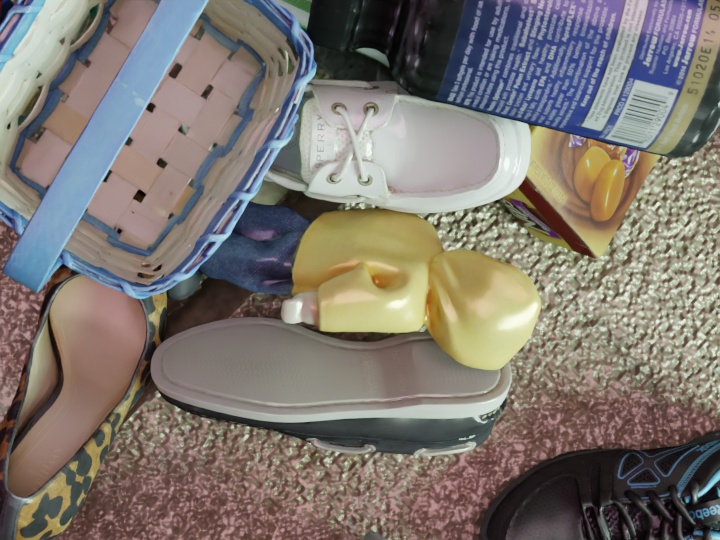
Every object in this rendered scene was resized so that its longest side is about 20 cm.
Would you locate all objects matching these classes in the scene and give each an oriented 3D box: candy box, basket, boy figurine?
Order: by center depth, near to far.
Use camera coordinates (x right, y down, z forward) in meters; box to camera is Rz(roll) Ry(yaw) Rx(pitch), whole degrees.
[{"bbox_3d":[-0.106,-0.073,0.633,0.139,0.200,0.177,33,85,-13],"label":"basket"},{"bbox_3d":[0.000,0.000,0.760,0.200,0.124,0.065,14,119,5],"label":"boy figurine"},{"bbox_3d":[0.142,-0.122,0.786,0.117,0.056,0.200,40,77,-47],"label":"candy box"}]

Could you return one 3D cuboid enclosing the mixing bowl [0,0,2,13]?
[{"bbox_3d":[-0.268,-0.137,0.605,0.200,0.108,0.201,0,89,-3],"label":"mixing bowl"}]

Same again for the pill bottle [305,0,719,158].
[{"bbox_3d":[0.079,-0.128,0.667,0.200,0.112,0.112,13,83,-3],"label":"pill bottle"}]

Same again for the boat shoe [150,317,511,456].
[{"bbox_3d":[-0.017,0.070,0.776,0.199,0.060,0.074,0,45,-8],"label":"boat shoe"}]

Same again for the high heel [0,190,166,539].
[{"bbox_3d":[-0.143,0.044,0.719,0.071,0.143,0.200,18,83,-5],"label":"high heel"}]

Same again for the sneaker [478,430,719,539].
[{"bbox_3d":[0.164,0.132,0.782,0.200,0.082,0.073,-17,89,-7],"label":"sneaker"}]

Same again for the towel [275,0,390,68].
[{"bbox_3d":[0.004,-0.220,0.715,0.152,0.023,0.200,23,92,-13],"label":"towel"}]

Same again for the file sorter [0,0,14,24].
[{"bbox_3d":[-0.288,-0.153,0.724,0.200,0.139,0.123,43,84,-2],"label":"file sorter"}]

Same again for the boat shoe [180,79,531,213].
[{"bbox_3d":[-0.009,-0.067,0.735,0.200,0.069,0.071,6,98,31],"label":"boat shoe"}]

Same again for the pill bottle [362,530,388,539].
[{"bbox_3d":[-0.007,0.249,0.733,0.113,0.113,0.200,32,81,-3],"label":"pill bottle"}]
